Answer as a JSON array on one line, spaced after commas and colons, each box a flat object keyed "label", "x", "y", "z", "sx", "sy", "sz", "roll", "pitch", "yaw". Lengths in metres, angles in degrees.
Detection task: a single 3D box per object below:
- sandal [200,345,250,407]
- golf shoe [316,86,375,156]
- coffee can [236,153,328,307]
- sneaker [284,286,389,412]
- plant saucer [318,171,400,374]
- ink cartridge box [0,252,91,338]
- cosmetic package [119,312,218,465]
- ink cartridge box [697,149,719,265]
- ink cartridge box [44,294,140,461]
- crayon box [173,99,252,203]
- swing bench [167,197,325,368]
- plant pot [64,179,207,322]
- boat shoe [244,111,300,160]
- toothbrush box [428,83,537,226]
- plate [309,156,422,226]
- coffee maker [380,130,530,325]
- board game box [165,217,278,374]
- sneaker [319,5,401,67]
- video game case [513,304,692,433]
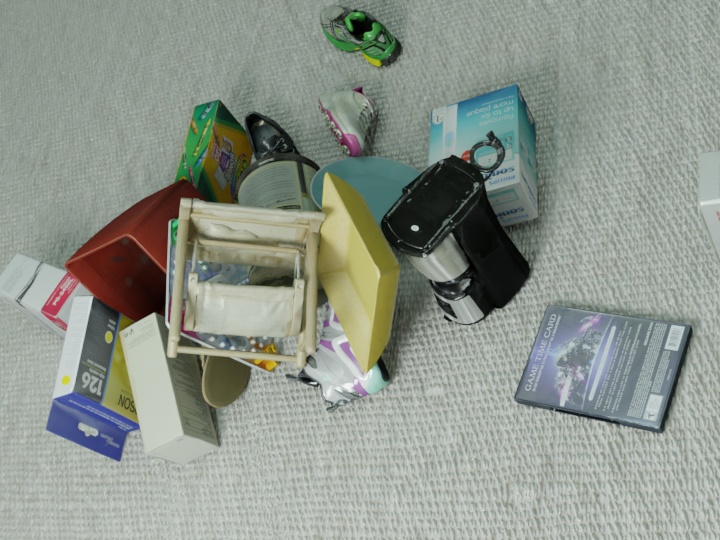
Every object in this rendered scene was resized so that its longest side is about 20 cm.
[{"label": "sandal", "x": -0.212, "y": 0.127, "z": 1.701, "sx": 0.069, "sy": 0.077, "sz": 0.214, "roll": -25, "pitch": 39, "yaw": 41}, {"label": "golf shoe", "x": -0.013, "y": -0.253, "z": 1.814, "sx": 0.090, "sy": 0.076, "sz": 0.201, "roll": -24, "pitch": 33, "yaw": 0}, {"label": "coffee can", "x": -0.112, "y": -0.058, "z": 1.703, "sx": 0.145, "sy": 0.147, "sz": 0.202, "roll": -24, "pitch": 49, "yaw": 15}, {"label": "sneaker", "x": -0.051, "y": 0.112, "z": 1.591, "sx": 0.139, "sy": 0.078, "sz": 0.202, "roll": -30, "pitch": 47, "yaw": 9}, {"label": "plant saucer", "x": 0.000, "y": 0.000, "z": 1.487, "sx": 0.048, "sy": 0.202, "sz": 0.201, "roll": -12, "pitch": 49, "yaw": -17}, {"label": "ink cartridge box", "x": -0.504, "y": 0.058, "z": 1.867, "sx": 0.198, "sy": 0.145, "sz": 0.084, "roll": 18, "pitch": 69, "yaw": 39}, {"label": "cosmetic package", "x": -0.286, "y": 0.177, "z": 1.646, "sx": 0.072, "sy": 0.103, "sz": 0.203, "roll": -26, "pitch": 61, "yaw": 15}, {"label": "ink cartridge box", "x": 0.517, "y": -0.081, "z": 1.324, "sx": 0.197, "sy": 0.146, "sz": 0.089, "roll": -8, "pitch": 53, "yaw": 27}, {"label": "ink cartridge box", "x": -0.380, "y": 0.166, "z": 1.661, "sx": 0.046, "sy": 0.198, "sz": 0.204, "roll": -3, "pitch": 67, "yaw": 22}, {"label": "crayon box", "x": -0.251, "y": -0.174, "z": 1.893, "sx": 0.057, "sy": 0.119, "sz": 0.203, "roll": -9, "pitch": 55, "yaw": 26}, {"label": "swing bench", "x": -0.157, "y": 0.017, "z": 1.508, "sx": 0.195, "sy": 0.130, "sz": 0.204, "roll": 6, "pitch": 75, "yaw": -10}, {"label": "plant pot", "x": -0.310, "y": -0.025, "z": 1.760, "sx": 0.198, "sy": 0.200, "sz": 0.178, "roll": -18, "pitch": 34, "yaw": 44}, {"label": "boat shoe", "x": -0.150, "y": -0.209, "z": 1.890, "sx": 0.074, "sy": 0.066, "sz": 0.201, "roll": -32, "pitch": 47, "yaw": 7}, {"label": "toothbrush box", "x": 0.179, "y": -0.159, "z": 1.627, "sx": 0.144, "sy": 0.086, "sz": 0.203, "roll": -14, "pitch": 49, "yaw": 24}, {"label": "plate", "x": 0.020, "y": -0.112, "z": 1.689, "sx": 0.196, "sy": 0.026, "sz": 0.202, "roll": 4, "pitch": 37, "yaw": -3}, {"label": "coffee maker", "x": 0.152, "y": -0.045, "z": 1.492, "sx": 0.190, "sy": 0.200, "sz": 0.136, "roll": -30, "pitch": 49, "yaw": 11}, {"label": "board game box", "x": -0.203, "y": 0.034, "z": 1.659, "sx": 0.026, "sy": 0.199, "sz": 0.203, "roll": -34, "pitch": 44, "yaw": 32}, {"label": "sneaker", "x": -0.008, "y": -0.433, "z": 1.948, "sx": 0.078, "sy": 0.085, "sz": 0.199, "roll": -48, "pitch": 46, "yaw": -8}, {"label": "video game case", "x": 0.306, "y": 0.120, "z": 1.402, "sx": 0.197, "sy": 0.019, "sz": 0.145, "roll": 7, "pitch": 63, "yaw": 37}]
